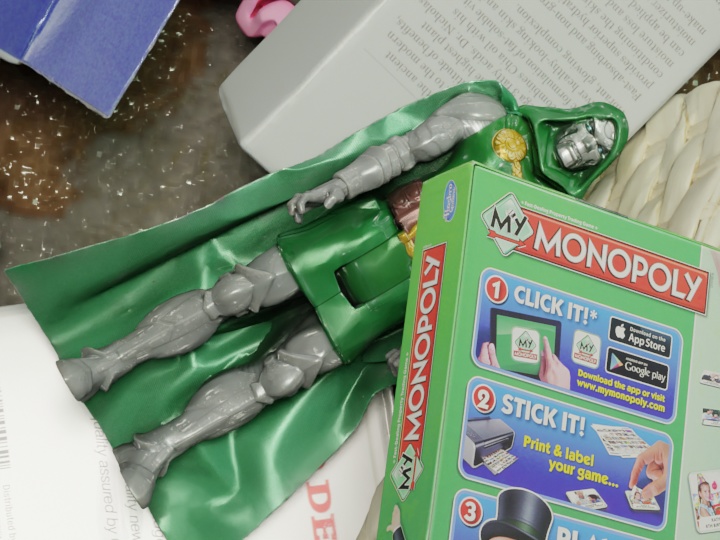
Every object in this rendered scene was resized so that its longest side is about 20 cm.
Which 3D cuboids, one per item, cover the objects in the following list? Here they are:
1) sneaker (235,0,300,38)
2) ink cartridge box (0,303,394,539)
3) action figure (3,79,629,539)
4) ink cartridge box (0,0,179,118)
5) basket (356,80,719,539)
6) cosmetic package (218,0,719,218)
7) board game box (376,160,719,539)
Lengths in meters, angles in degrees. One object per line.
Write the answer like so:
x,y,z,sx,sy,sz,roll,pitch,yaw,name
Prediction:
-0.028,-0.143,0.861,0.200,0.079,0.095,46,114,-2,sneaker
-0.085,0.084,0.818,0.198,0.085,0.147,-7,80,-7,ink cartridge box
0.000,0.000,0.759,0.199,0.055,0.119,-32,103,-3,action figure
-0.115,-0.184,0.822,0.199,0.047,0.198,31,92,34,ink cartridge box
0.105,0.048,0.784,0.123,0.135,0.201,40,57,-23,basket
0.057,-0.091,0.802,0.200,0.071,0.101,-45,112,8,cosmetic package
0.098,0.062,0.677,0.199,0.029,0.136,18,69,-28,board game box
